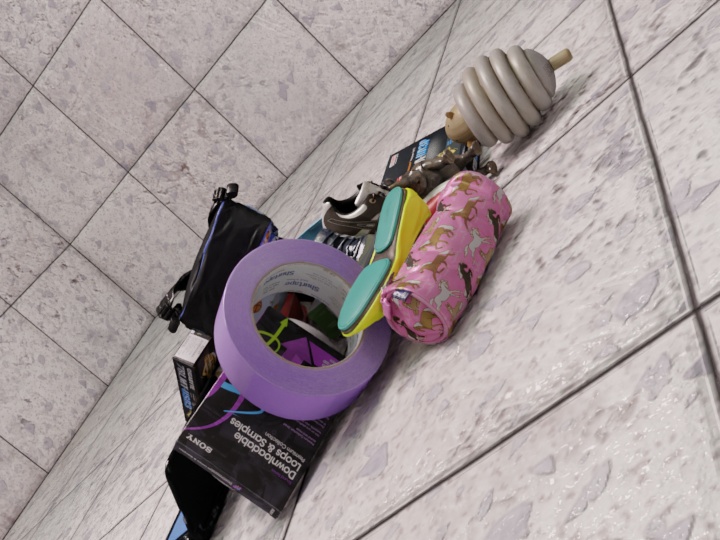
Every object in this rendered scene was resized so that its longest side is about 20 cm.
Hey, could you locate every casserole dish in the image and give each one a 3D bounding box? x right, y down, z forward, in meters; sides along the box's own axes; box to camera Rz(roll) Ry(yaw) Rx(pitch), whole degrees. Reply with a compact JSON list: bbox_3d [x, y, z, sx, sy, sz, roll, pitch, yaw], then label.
[{"bbox_3d":[-0.036,-0.069,1.324,0.120,0.039,0.200,-36,0,9],"label":"casserole dish"}]

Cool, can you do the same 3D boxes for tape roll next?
[{"bbox_3d":[-0.067,0.065,0.981,0.202,0.198,0.066,-58,-1,-37],"label":"tape roll"}]

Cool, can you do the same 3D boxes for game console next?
[{"bbox_3d":[-0.235,0.277,1.148,0.175,0.116,0.201,-42,14,27],"label":"game console"}]

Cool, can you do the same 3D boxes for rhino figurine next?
[{"bbox_3d":[0.097,-0.119,1.121,0.087,0.061,0.198,-26,-4,40],"label":"rhino figurine"}]

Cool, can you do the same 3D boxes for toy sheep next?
[{"bbox_3d":[0.199,-0.241,1.160,0.199,0.138,0.139,-36,16,21],"label":"toy sheep"}]

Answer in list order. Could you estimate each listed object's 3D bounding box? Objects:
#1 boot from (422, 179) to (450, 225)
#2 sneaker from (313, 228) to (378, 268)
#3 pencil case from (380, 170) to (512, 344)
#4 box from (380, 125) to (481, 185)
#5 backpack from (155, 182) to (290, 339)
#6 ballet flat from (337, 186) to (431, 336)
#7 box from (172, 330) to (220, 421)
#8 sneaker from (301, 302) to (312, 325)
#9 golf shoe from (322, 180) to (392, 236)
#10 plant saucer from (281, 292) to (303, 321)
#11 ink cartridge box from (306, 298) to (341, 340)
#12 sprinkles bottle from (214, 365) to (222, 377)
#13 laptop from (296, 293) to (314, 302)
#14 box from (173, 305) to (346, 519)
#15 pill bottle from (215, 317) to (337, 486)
[{"bbox_3d":[0.075,-0.012,1.051,0.200,0.072,0.145,-49,11,35],"label":"boot"},{"bbox_3d":[-0.023,-0.017,1.103,0.199,0.080,0.075,-23,36,58],"label":"sneaker"},{"bbox_3d":[0.097,-0.018,0.943,0.082,0.087,0.202,-19,32,53],"label":"pencil case"},{"bbox_3d":[0.108,-0.158,1.316,0.157,0.046,0.201,-26,22,23],"label":"box"},{"bbox_3d":[-0.165,0.002,1.154,0.203,0.152,0.190,-63,9,-1],"label":"backpack"},{"bbox_3d":[0.038,-0.003,0.980,0.066,0.066,0.203,-20,43,53],"label":"ballet flat"},{"bbox_3d":[-0.252,0.145,1.505,0.202,0.049,0.200,93,-157,-48],"label":"box"},{"bbox_3d":[-0.094,0.048,1.427,0.202,0.075,0.104,-57,16,-17],"label":"sneaker"},{"bbox_3d":[0.039,-0.085,1.194,0.196,0.096,0.078,-17,28,2],"label":"golf shoe"},{"bbox_3d":[-0.150,0.150,1.295,0.199,0.036,0.204,-28,43,58],"label":"plant saucer"},{"bbox_3d":[0.000,0.000,1.274,0.103,0.059,0.201,-38,17,36],"label":"ink cartridge box"},{"bbox_3d":[-0.202,0.159,1.475,0.068,0.068,0.202,-33,21,49],"label":"sprinkles bottle"},{"bbox_3d":[-0.130,-0.012,1.356,0.200,0.183,0.119,34,-122,-68],"label":"laptop"},{"bbox_3d":[-0.101,0.158,0.980,0.202,0.141,0.036,-57,-2,-30],"label":"box"},{"bbox_3d":[-0.113,0.169,1.058,0.112,0.112,0.202,-28,25,56],"label":"pill bottle"}]
